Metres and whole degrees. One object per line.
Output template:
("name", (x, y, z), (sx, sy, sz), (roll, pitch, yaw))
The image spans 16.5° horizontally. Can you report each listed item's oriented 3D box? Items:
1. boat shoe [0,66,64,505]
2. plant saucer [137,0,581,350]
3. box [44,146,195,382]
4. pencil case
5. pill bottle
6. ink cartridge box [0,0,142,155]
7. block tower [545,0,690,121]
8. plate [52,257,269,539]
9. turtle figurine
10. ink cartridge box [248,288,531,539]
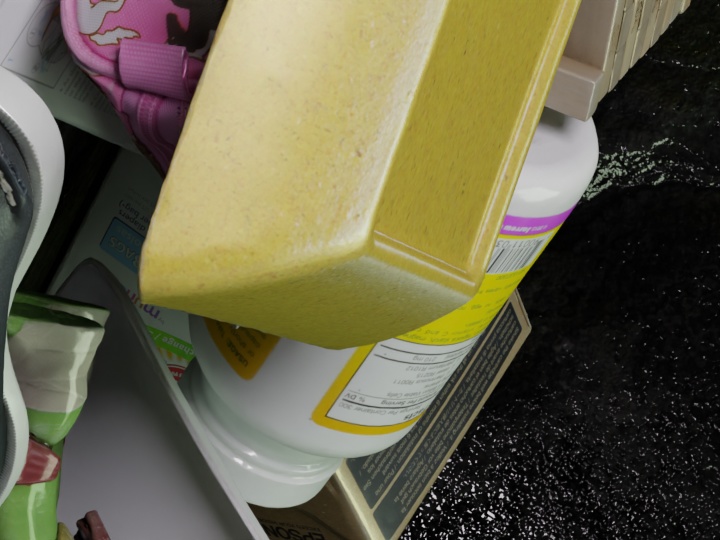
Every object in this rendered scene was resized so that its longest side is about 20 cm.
("boat shoe", (-0.135, 0.025, 0.717), (0.060, 0.075, 0.201), (-55, 164, -44))
("plant saucer", (0.020, -0.071, 0.702), (0.200, 0.048, 0.201), (20, 89, -73))
("box", (-0.051, -0.023, 1.084), (0.201, 0.112, 0.101), (-58, 176, 33))
("pencil case", (-0.034, -0.050, 0.775), (0.082, 0.087, 0.200), (-21, 156, 0))
("pill bottle", (0.000, 0.000, 0.952), (0.200, 0.104, 0.104), (-55, 178, 35))
("ink cartridge box", (-0.060, -0.123, 0.785), (0.163, 0.057, 0.200), (-57, 156, 5))
("block tower", (0.106, -0.131, 0.938), (0.200, 0.054, 0.058), (-48, 154, -47))
("plate", (-0.101, 0.132, 0.982), (0.032, 0.200, 0.200), (-3, 141, -48))
("turtle figurine", (-0.165, 0.100, 0.917), (0.144, 0.199, 0.195), (7, 97, -61))
("ink cartridge box", (-0.039, 0.050, 1.246), (0.165, 0.199, 0.075), (-53, 132, -33))
